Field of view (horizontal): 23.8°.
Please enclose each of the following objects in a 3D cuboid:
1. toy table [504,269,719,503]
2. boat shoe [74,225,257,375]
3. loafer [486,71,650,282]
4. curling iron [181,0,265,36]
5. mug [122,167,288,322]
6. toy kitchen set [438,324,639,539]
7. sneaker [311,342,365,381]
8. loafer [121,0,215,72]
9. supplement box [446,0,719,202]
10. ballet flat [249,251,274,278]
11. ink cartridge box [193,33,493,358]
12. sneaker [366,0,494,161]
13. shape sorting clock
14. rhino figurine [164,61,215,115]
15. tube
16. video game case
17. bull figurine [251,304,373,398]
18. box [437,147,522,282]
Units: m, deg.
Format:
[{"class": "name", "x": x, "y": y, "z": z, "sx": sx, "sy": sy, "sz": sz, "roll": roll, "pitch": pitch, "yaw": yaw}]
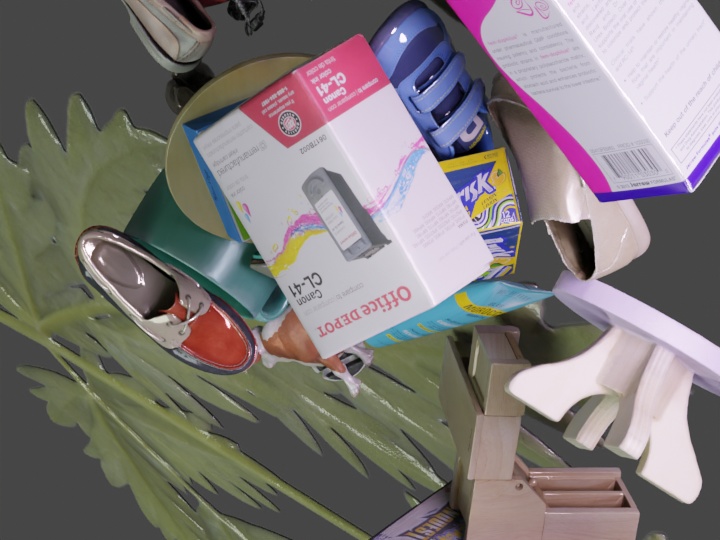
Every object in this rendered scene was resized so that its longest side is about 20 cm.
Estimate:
[{"class": "toy table", "x": 0.227, "y": 0.099, "z": 1.419, "sx": 0.199, "sy": 0.118, "sz": 0.184, "roll": 30, "pitch": 174, "yaw": 6}, {"class": "boat shoe", "x": -0.179, "y": 0.029, "z": 1.575, "sx": 0.200, "sy": 0.071, "sz": 0.063, "roll": 39, "pitch": 173, "yaw": -5}, {"class": "loafer", "x": 0.159, "y": -0.070, "z": 1.344, "sx": 0.075, "sy": 0.068, "sz": 0.200, "roll": 0, "pitch": 134, "yaw": 55}, {"class": "curling iron", "x": -0.152, "y": -0.236, "z": 1.560, "sx": 0.199, "sy": 0.026, "sz": 0.050, "roll": 7, "pitch": 137, "yaw": 51}, {"class": "mug", "x": -0.134, "y": -0.037, "z": 1.647, "sx": 0.151, "sy": 0.115, "sz": 0.185, "roll": 29, "pitch": 170, "yaw": 11}, {"class": "toy kitchen set", "x": 0.179, "y": 0.145, "z": 1.700, "sx": 0.163, "sy": 0.179, "sz": 0.202, "roll": -110, "pitch": 23, "yaw": -63}, {"class": "sneaker", "x": -0.053, "y": 0.016, "z": 1.793, "sx": 0.075, "sy": 0.081, "sz": 0.201, "roll": -19, "pitch": 108, "yaw": 16}, {"class": "loafer", "x": -0.195, "y": -0.271, "z": 1.509, "sx": 0.201, "sy": 0.072, "sz": 0.063, "roll": 53, "pitch": 140, "yaw": -1}, {"class": "supplement box", "x": 0.162, "y": -0.155, "z": 1.158, "sx": 0.200, "sy": 0.104, "sz": 0.101, "roll": 49, "pitch": 155, "yaw": -21}, {"class": "ballet flat", "x": 0.000, "y": 0.000, "z": 1.560, "sx": 0.067, "sy": 0.198, "sz": 0.064, "roll": -123, "pitch": 24, "yaw": -79}, {"class": "ink cartridge box", "x": -0.014, "y": -0.053, "z": 1.286, "sx": 0.147, "sy": 0.085, "sz": 0.201, "roll": -27, "pitch": 94, "yaw": 47}, {"class": "sneaker", "x": 0.060, "y": -0.139, "z": 1.332, "sx": 0.082, "sy": 0.074, "sz": 0.200, "roll": 43, "pitch": 176, "yaw": 26}, {"class": "shape sorting clock", "x": -0.075, "y": -0.106, "z": 1.504, "sx": 0.039, "sy": 0.199, "sz": 0.201, "roll": 61, "pitch": 176, "yaw": 46}, {"class": "rhino figurine", "x": -0.110, "y": -0.128, "z": 1.638, "sx": 0.200, "sy": 0.060, "sz": 0.087, "roll": 42, "pitch": 172, "yaw": -7}, {"class": "tube", "x": 0.083, "y": 0.032, "z": 1.592, "sx": 0.077, "sy": 0.051, "sz": 0.199, "roll": 4, "pitch": 167, "yaw": -45}, {"class": "video game case", "x": 0.132, "y": 0.271, "z": 1.687, "sx": 0.180, "sy": 0.199, "sz": 0.026, "roll": 21, "pitch": 117, "yaw": 29}, {"class": "bull figurine", "x": -0.026, "y": 0.052, "z": 1.723, "sx": 0.121, "sy": 0.065, "sz": 0.200, "roll": 33, "pitch": 121, "yaw": -11}, {"class": "box", "x": 0.091, "y": -0.039, "z": 1.401, "sx": 0.200, "sy": 0.069, "sz": 0.065, "roll": 74, "pitch": -176, "yaw": -79}]
